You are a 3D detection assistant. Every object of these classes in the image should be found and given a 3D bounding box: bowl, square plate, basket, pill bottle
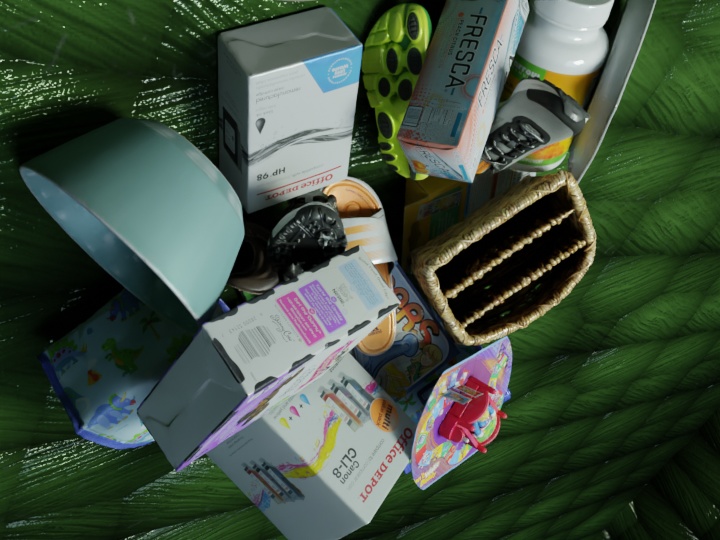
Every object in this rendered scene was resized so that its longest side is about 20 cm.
[{"bbox_3d":[-0.176,-0.050,0.765,0.105,0.200,0.201,-50,151,-17],"label":"bowl"},{"bbox_3d":[0.278,-0.217,1.009,0.200,0.028,0.200,90,22,-71],"label":"square plate"},{"bbox_3d":[0.170,-0.003,1.026,0.199,0.144,0.149,-33,-174,-3],"label":"basket"},{"bbox_3d":[0.198,-0.215,0.970,0.110,0.111,0.201,-18,143,-27],"label":"pill bottle"}]

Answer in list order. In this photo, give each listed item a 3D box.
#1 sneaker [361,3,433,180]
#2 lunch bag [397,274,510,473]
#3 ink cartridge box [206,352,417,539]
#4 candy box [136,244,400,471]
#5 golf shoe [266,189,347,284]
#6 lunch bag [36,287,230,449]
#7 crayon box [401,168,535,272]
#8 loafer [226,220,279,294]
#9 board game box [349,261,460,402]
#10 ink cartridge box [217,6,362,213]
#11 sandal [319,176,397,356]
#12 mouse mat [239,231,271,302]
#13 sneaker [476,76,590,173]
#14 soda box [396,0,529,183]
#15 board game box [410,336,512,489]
[{"bbox_3d":[0.051,-0.187,0.919,0.084,0.073,0.201,-54,153,-33],"label":"sneaker"},{"bbox_3d":[0.069,0.129,1.165,0.169,0.201,0.128,-34,164,-3],"label":"lunch bag"},{"bbox_3d":[-0.059,0.182,1.010,0.144,0.200,0.145,-40,-175,47],"label":"ink cartridge box"},{"bbox_3d":[-0.083,0.077,0.827,0.199,0.072,0.168,-29,168,-43],"label":"candy box"},{"bbox_3d":[-0.055,-0.044,0.894,0.077,0.096,0.200,2,165,-8],"label":"golf shoe"},{"bbox_3d":[-0.204,0.098,0.952,0.169,0.128,0.200,-38,152,1],"label":"lunch bag"},{"bbox_3d":[0.122,-0.090,1.109,0.198,0.052,0.127,-26,146,-19],"label":"crayon box"},{"bbox_3d":[-0.132,-0.012,0.930,0.073,0.071,0.199,-48,145,9],"label":"loafer"},{"bbox_3d":[0.007,0.055,1.060,0.135,0.201,0.034,-37,-168,-2],"label":"board game box"},{"bbox_3d":[-0.069,-0.133,0.853,0.115,0.067,0.201,-22,145,-24],"label":"ink cartridge box"},{"bbox_3d":[0.008,-0.002,1.000,0.078,0.059,0.209,-17,103,-11],"label":"sandal"},{"bbox_3d":[-0.067,0.003,1.081,0.160,0.008,0.201,-32,148,-11],"label":"mouse mat"},{"bbox_3d":[0.149,-0.133,0.893,0.074,0.200,0.080,34,75,-21],"label":"sneaker"},{"bbox_3d":[0.100,-0.188,0.855,0.202,0.063,0.068,-70,155,-17],"label":"soda box"},{"bbox_3d":[0.132,0.170,1.032,0.199,0.039,0.160,-20,126,-47],"label":"board game box"}]
